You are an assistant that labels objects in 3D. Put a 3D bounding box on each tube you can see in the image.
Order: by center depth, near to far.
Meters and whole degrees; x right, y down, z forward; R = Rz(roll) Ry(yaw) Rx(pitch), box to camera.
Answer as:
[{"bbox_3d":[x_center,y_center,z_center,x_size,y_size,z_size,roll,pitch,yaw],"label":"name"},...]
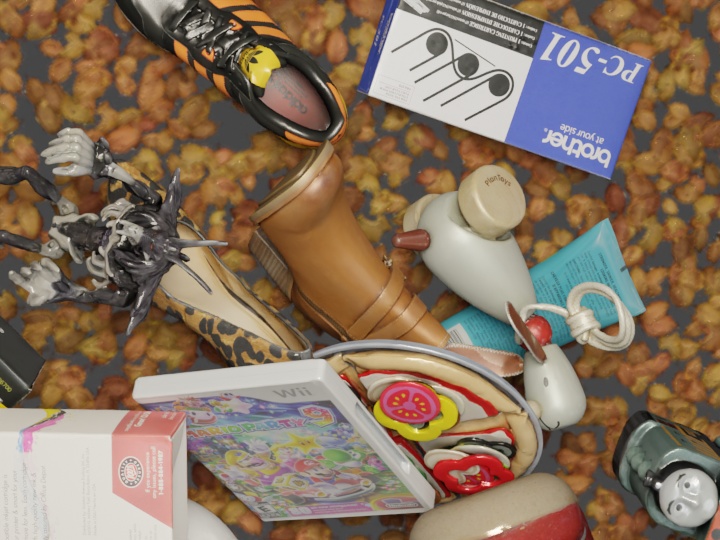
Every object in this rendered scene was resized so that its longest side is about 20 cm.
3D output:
[{"bbox_3d":[0.120,0.039,1.242,0.198,0.050,0.078,-27,102,-12],"label":"tube"}]

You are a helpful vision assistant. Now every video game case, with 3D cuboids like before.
[{"bbox_3d":[-0.048,0.122,1.135,0.142,0.018,0.200,-7,145,24],"label":"video game case"}]

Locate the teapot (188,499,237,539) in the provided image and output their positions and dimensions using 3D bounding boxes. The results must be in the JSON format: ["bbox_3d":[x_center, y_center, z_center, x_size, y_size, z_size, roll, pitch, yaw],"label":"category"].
[{"bbox_3d":[-0.152,0.256,1.161,0.197,0.146,0.201,36,89,-15],"label":"teapot"}]

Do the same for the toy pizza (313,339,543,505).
[{"bbox_3d":[0.031,0.119,1.172,0.198,0.200,0.032,24,51,-15],"label":"toy pizza"}]

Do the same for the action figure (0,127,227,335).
[{"bbox_3d":[-0.194,-0.028,1.092,0.198,0.102,0.120,11,83,18],"label":"action figure"}]

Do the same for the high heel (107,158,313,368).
[{"bbox_3d":[-0.101,0.000,1.128,0.071,0.142,0.202,-29,95,-34],"label":"high heel"}]

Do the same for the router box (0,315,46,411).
[{"bbox_3d":[-0.336,0.046,1.112,0.149,0.051,0.200,-40,104,17],"label":"router box"}]

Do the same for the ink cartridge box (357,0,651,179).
[{"bbox_3d":[0.106,-0.144,1.210,0.198,0.044,0.095,17,96,-15],"label":"ink cartridge box"}]

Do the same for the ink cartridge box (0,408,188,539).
[{"bbox_3d":[-0.215,0.153,1.074,0.197,0.068,0.118,1,100,3],"label":"ink cartridge box"}]

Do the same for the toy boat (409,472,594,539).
[{"bbox_3d":[0.112,0.232,1.180,0.129,0.200,0.132,-20,64,6],"label":"toy boat"}]

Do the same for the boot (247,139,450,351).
[{"bbox_3d":[0.000,0.000,1.119,0.155,0.200,0.074,44,76,5],"label":"boot"}]

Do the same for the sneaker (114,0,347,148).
[{"bbox_3d":[-0.086,-0.157,1.141,0.199,0.090,0.070,38,89,-15],"label":"sneaker"}]

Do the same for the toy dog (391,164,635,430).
[{"bbox_3d":[0.087,0.022,1.166,0.096,0.132,0.200,-22,63,-37],"label":"toy dog"}]

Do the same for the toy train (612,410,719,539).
[{"bbox_3d":[0.251,0.160,1.217,0.113,0.200,0.086,20,96,0],"label":"toy train"}]
